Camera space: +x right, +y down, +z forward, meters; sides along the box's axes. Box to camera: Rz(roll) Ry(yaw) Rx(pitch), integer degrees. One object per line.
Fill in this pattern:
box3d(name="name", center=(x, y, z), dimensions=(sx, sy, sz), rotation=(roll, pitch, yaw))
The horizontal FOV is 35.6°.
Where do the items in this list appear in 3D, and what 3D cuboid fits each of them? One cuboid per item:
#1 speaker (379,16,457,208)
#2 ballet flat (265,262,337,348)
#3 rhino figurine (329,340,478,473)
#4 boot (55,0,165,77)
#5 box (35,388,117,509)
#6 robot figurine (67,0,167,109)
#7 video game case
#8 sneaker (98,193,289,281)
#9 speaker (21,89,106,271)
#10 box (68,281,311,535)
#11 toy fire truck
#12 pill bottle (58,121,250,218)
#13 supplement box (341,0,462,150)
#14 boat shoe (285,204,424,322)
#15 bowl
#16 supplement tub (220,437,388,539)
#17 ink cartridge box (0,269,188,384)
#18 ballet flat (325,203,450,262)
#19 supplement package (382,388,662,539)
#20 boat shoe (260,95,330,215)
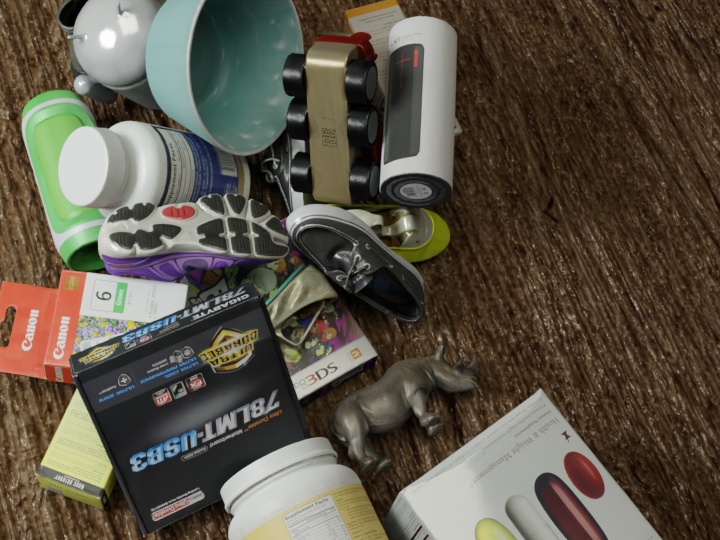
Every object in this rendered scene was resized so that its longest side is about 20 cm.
box3d(name="speaker", center=(0.065, -0.175, 1.230), dimensions=(0.080, 0.081, 0.202), rotation=(6, 66, -5))
box3d(name="ballet flat", center=(-0.100, 0.070, 1.199), dimensions=(0.062, 0.067, 0.200), rotation=(45, 66, 3))
box3d(name="rhino figurine", center=(0.053, 0.141, 1.229), dimensions=(0.199, 0.060, 0.088), rotation=(-31, 62, -23))
box3d(name="boot", center=(-0.293, -0.331, 1.364), dimensions=(0.067, 0.131, 0.201), rotation=(26, 64, 6))
box3d(name="box", center=(-0.266, 0.143, 1.189), dimensions=(0.075, 0.050, 0.201), rotation=(19, 64, 1))
box3d(name="robot figurine", center=(-0.255, -0.256, 1.298), dimensions=(0.169, 0.200, 0.113), rotation=(-42, 71, 10))
box3d(name="video game case", center=(-0.107, 0.062, 1.257), dimensions=(0.180, 0.036, 0.201), rotation=(-27, 71, -19))
box3d(name="sneaker", center=(-0.175, -0.029, 1.182), dimensions=(0.198, 0.084, 0.081), rotation=(0, 56, -13))
box3d(name="speaker", center=(-0.325, -0.104, 1.279), dimensions=(0.088, 0.089, 0.201), rotation=(-16, 68, -15))
box3d(name="box", center=(-0.165, 0.139, 1.131), dimensions=(0.198, 0.200, 0.050), rotation=(-22, 25, -13))
box3d(name="toy fire truck", center=(-0.020, -0.194, 1.281), dimensions=(0.127, 0.178, 0.200), rotation=(8, 32, 18))
box3d(name="pill bottle", center=(-0.224, -0.102, 1.223), dimensions=(0.199, 0.111, 0.112), rotation=(4, 55, -52))
box3d(name="supplement box", center=(0.040, -0.205, 1.354), dimensions=(0.073, 0.126, 0.201), rotation=(-17, 68, -16))
box3d(name="boat shoe", center=(0.000, 0.000, 1.234), dimensions=(0.070, 0.200, 0.067), rotation=(-38, 38, 20))
box3d(name="bowl", center=(-0.161, -0.232, 1.234), dimensions=(0.104, 0.201, 0.202), rotation=(10, 59, 31))
box3d(name="supplement tub", center=(-0.043, 0.282, 1.101), dimensions=(0.144, 0.146, 0.201), rotation=(-22, 69, -17))
box3d(name="ink cartridge box", center=(-0.284, 0.060, 1.168), dimensions=(0.198, 0.050, 0.110), rotation=(8, 63, -7))
box3d(name="ballet flat", center=(0.026, -0.048, 1.286), dimensions=(0.198, 0.067, 0.068), rotation=(2, 73, -24))
box3d(name="supplement package", center=(0.160, 0.270, 1.134), dimensions=(0.190, 0.147, 0.200), rotation=(-32, 72, -20))
box3d(name="boat shoe", center=(-0.085, -0.133, 1.327), dimensions=(0.067, 0.073, 0.202), rotation=(-8, 92, 26))
